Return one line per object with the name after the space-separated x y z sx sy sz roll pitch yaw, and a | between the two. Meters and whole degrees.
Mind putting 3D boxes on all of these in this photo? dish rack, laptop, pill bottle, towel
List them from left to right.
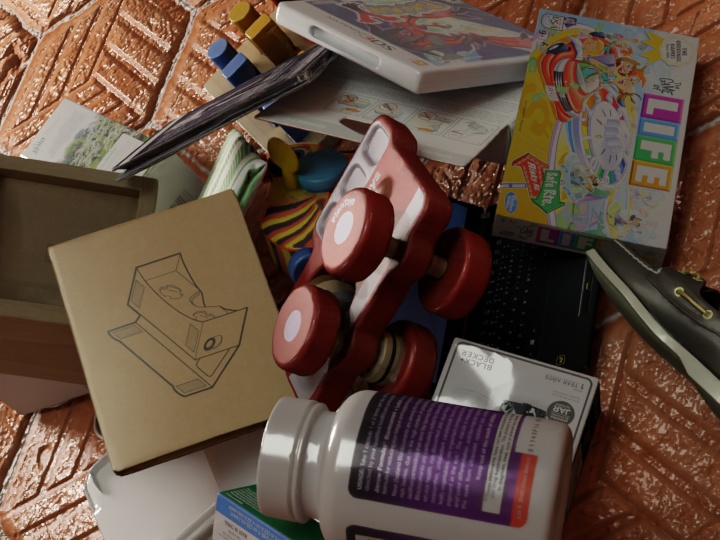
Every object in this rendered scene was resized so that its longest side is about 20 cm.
-0.151 0.170 1.371 0.200 0.044 0.172 -42 44 5 | dish rack
-0.130 -0.046 1.433 0.154 0.023 0.200 -65 13 5 | towel
0.036 0.141 1.074 0.198 0.112 0.112 9 62 13 | pill bottle
0.084 -0.004 1.272 0.199 0.103 0.179 -14 52 39 | laptop

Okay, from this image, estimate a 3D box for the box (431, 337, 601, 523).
0.090 0.162 1.152 0.116 0.060 0.201 14 67 16 | box

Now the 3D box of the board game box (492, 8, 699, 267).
0.188 -0.107 1.272 0.133 0.034 0.202 11 62 5 | board game box

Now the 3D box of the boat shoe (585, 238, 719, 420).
0.238 0.039 1.153 0.060 0.072 0.201 -39 51 1 | boat shoe

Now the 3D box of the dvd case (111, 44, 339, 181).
-0.107 -0.143 1.380 0.199 0.016 0.149 -24 14 22 | dvd case

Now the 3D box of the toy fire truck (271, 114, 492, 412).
0.000 0.000 1.210 0.201 0.111 0.168 -60 28 19 | toy fire truck

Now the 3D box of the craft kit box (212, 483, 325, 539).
-0.038 0.280 1.127 0.199 0.048 0.199 25 111 45 | craft kit box

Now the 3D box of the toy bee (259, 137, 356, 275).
-0.051 -0.067 1.420 0.108 0.132 0.200 3 22 21 | toy bee

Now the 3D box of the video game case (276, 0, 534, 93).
0.058 -0.200 1.379 0.182 0.199 0.023 32 121 39 | video game case

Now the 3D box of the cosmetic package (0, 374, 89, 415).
-0.340 0.046 1.487 0.101 0.200 0.075 -17 47 30 | cosmetic package

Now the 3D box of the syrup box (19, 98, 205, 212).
-0.247 -0.098 1.610 0.199 0.081 0.079 25 75 45 | syrup box

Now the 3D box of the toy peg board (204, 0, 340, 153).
-0.062 -0.227 1.550 0.199 0.098 0.200 -45 43 1 | toy peg board

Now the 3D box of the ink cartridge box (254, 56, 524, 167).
0.038 -0.126 1.344 0.198 0.044 0.174 15 36 25 | ink cartridge box

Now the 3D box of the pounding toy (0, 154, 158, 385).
-0.250 -0.004 1.398 0.182 0.143 0.202 9 56 -8 | pounding toy

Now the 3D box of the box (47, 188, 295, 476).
-0.145 0.046 1.276 0.162 0.021 0.201 -18 67 -7 | box

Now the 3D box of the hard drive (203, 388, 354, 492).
-0.042 0.171 1.261 0.131 0.025 0.201 -33 60 10 | hard drive

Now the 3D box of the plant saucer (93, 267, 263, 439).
-0.146 0.076 1.373 0.200 0.035 0.201 -37 22 17 | plant saucer
